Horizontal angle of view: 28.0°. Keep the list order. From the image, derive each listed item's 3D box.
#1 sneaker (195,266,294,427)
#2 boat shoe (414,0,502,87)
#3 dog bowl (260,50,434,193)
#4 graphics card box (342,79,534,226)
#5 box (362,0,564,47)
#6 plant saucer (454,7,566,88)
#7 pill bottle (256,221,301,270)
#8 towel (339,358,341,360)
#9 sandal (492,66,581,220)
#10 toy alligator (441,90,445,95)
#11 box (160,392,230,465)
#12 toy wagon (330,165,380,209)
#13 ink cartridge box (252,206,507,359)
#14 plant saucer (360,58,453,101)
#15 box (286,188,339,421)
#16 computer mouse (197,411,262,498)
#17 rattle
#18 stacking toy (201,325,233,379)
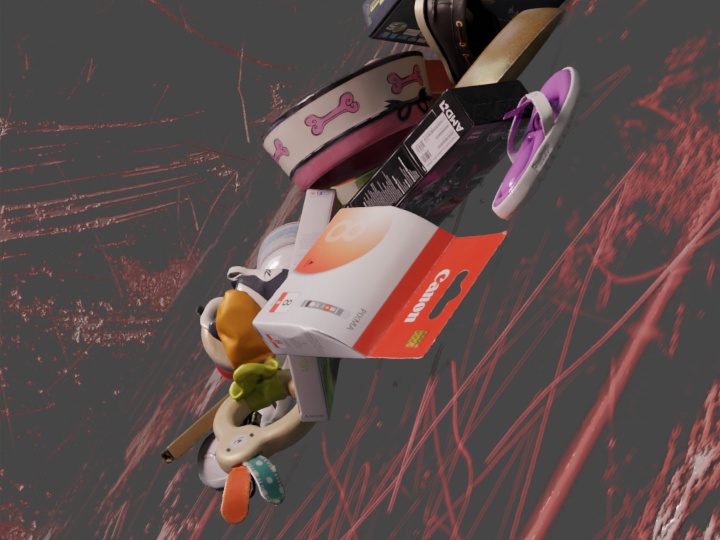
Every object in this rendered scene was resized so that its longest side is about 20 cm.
[{"bbox_3d":[-0.126,0.083,1.622,0.080,0.128,0.201,-81,4,-61],"label":"sneaker"},{"bbox_3d":[0.124,-0.252,1.603,0.201,0.062,0.075,43,-124,-59],"label":"boat shoe"},{"bbox_3d":[-0.005,-0.153,1.546,0.198,0.074,0.200,-27,-5,-3],"label":"dog bowl"},{"bbox_3d":[0.078,-0.105,1.440,0.125,0.051,0.200,-13,-27,-48],"label":"graphics card box"},{"bbox_3d":[0.123,-0.312,1.637,0.158,0.198,0.052,-43,51,51],"label":"box"},{"bbox_3d":[0.140,-0.208,1.531,0.201,0.035,0.200,-50,-3,-4],"label":"plant saucer"},{"bbox_3d":[-0.076,0.012,1.790,0.109,0.108,0.200,-54,11,10],"label":"pill bottle"},{"bbox_3d":[0.011,0.037,1.569,0.200,0.018,0.087,-45,16,45],"label":"towel"},{"bbox_3d":[0.157,-0.131,1.326,0.082,0.050,0.204,-45,15,43],"label":"sandal"},{"bbox_3d":[0.099,-0.175,1.644,0.055,0.058,0.201,83,-157,-44],"label":"toy alligator"},{"bbox_3d":[-0.158,0.160,1.744,0.199,0.021,0.163,-41,-1,-14],"label":"box"},{"bbox_3d":[0.030,-0.120,1.704,0.154,0.040,0.200,-29,9,9],"label":"toy wagon"},{"bbox_3d":[0.014,0.008,1.306,0.199,0.050,0.163,-5,40,49],"label":"ink cartridge box"},{"bbox_3d":[0.037,-0.193,1.761,0.198,0.037,0.199,-7,-18,-41],"label":"plant saucer"},{"bbox_3d":[-0.043,0.034,1.492,0.201,0.036,0.146,-79,-15,-47],"label":"box"},{"bbox_3d":[-0.157,0.216,1.656,0.200,0.043,0.111,142,134,-67],"label":"computer mouse"},{"bbox_3d":[-0.116,0.137,1.481,0.201,0.128,0.144,-58,-30,-51],"label":"rattle"},{"bbox_3d":[-0.151,0.097,1.770,0.086,0.085,0.200,-59,-4,-16],"label":"stacking toy"}]
